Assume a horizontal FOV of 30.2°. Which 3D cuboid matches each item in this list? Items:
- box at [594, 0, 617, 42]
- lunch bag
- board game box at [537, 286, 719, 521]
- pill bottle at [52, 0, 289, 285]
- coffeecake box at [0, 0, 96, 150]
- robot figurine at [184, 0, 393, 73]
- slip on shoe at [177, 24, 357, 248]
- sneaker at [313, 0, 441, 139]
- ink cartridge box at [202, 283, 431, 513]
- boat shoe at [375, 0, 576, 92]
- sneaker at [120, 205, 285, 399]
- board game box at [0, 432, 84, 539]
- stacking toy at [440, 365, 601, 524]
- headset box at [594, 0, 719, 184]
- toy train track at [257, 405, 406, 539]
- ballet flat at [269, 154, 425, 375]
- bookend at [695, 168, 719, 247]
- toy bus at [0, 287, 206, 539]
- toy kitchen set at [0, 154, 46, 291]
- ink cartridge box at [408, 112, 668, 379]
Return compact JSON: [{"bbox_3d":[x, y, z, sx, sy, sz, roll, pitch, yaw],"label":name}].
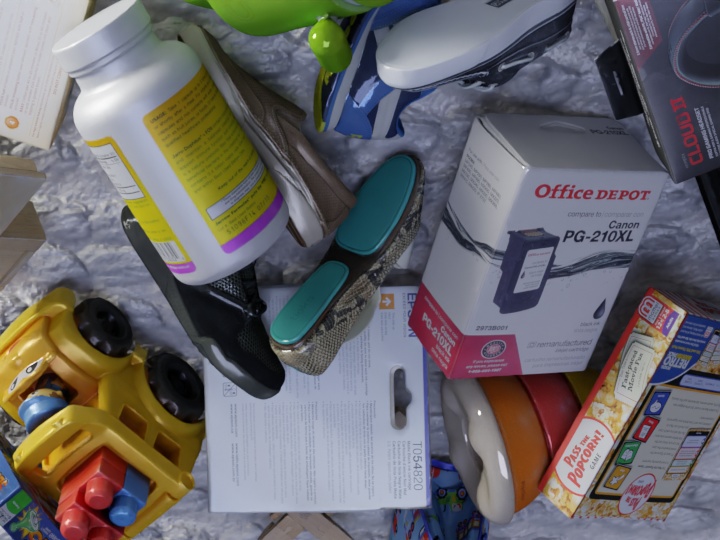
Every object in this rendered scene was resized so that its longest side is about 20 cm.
[{"bbox_3d":[0.216,-0.243,0.957,0.127,0.109,0.201,-27,118,14],"label":"box"},{"bbox_3d":[0.075,0.293,1.228,0.093,0.201,0.152,6,122,-3],"label":"lunch bag"},{"bbox_3d":[0.255,0.121,1.145,0.151,0.046,0.201,13,109,-45],"label":"board game box"},{"bbox_3d":[-0.142,-0.096,0.983,0.103,0.105,0.201,-24,114,14],"label":"pill bottle"},{"bbox_3d":[-0.307,-0.201,1.007,0.198,0.073,0.155,18,120,-10],"label":"coffeecake box"},{"bbox_3d":[-0.038,-0.232,0.935,0.198,0.115,0.178,-7,84,37],"label":"robot figurine"},{"bbox_3d":[-0.073,-0.114,1.059,0.060,0.076,0.201,-35,105,-8],"label":"slip on shoe"},{"bbox_3d":[0.032,-0.185,1.020,0.081,0.074,0.201,18,125,-17],"label":"sneaker"},{"bbox_3d":[-0.037,0.110,1.165,0.198,0.041,0.202,-1,94,3],"label":"ink cartridge box"},{"bbox_3d":[0.090,-0.164,0.981,0.071,0.199,0.068,26,135,34],"label":"boat shoe"},{"bbox_3d":[-0.102,0.004,1.102,0.114,0.076,0.201,-33,86,12],"label":"sneaker"},{"bbox_3d":[-0.296,0.210,1.187,0.034,0.200,0.136,-39,117,-12],"label":"board game box"},{"bbox_3d":[0.181,0.132,1.194,0.198,0.146,0.147,-16,122,-11],"label":"stacking toy"},{"bbox_3d":[0.258,-0.161,0.899,0.198,0.075,0.150,-21,119,10],"label":"headset box"},{"bbox_3d":[-0.024,0.198,1.274,0.115,0.033,0.200,41,107,-14],"label":"toy train track"},{"bbox_3d":[0.000,0.000,1.106,0.201,0.068,0.075,-56,135,-10],"label":"ballet flat"},{"bbox_3d":[0.369,-0.087,1.061,0.197,0.092,0.201,-21,120,12],"label":"bookend"},{"bbox_3d":[-0.236,0.145,1.147,0.135,0.193,0.200,-38,113,23],"label":"toy bus"},{"bbox_3d":[-0.356,-0.099,1.063,0.163,0.182,0.199,-40,153,31],"label":"toy kitchen set"},{"bbox_3d":[0.141,-0.018,1.082,0.143,0.085,0.202,-1,125,-29],"label":"ink cartridge box"}]
